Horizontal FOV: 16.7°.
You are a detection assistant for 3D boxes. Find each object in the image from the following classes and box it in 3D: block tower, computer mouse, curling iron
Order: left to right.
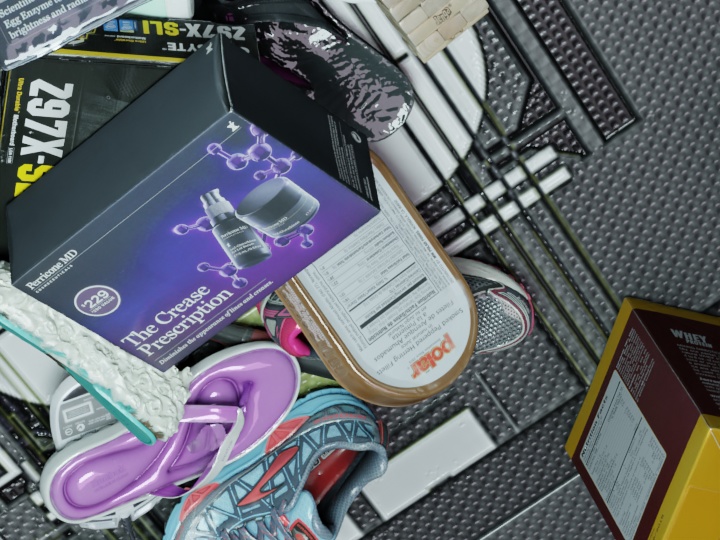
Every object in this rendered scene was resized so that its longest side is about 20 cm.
[{"bbox_3d":[-0.176,0.146,1.753,0.109,0.044,0.201,-17,120,-14],"label":"computer mouse"},{"bbox_3d":[-0.075,0.058,1.744,0.199,0.026,0.050,11,138,-24],"label":"curling iron"},{"bbox_3d":[0.003,-0.218,1.479,0.058,0.054,0.200,-39,116,0],"label":"block tower"}]

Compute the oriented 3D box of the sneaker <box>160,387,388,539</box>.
[{"bbox_3d":[-0.061,0.171,1.742,0.200,0.096,0.079,-47,125,-3],"label":"sneaker"}]

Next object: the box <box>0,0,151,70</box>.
[{"bbox_3d":[-0.197,-0.227,1.400,0.117,0.197,0.201,-27,98,-3],"label":"box"}]

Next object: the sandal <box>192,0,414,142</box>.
[{"bbox_3d":[-0.044,-0.152,1.629,0.200,0.048,0.075,30,104,-22],"label":"sandal"}]

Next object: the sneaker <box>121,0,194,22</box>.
[{"bbox_3d":[-0.175,-0.247,1.539,0.118,0.074,0.201,-6,112,1],"label":"sneaker"}]

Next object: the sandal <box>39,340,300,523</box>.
[{"bbox_3d":[-0.125,0.124,1.707,0.202,0.050,0.083,-31,123,-6],"label":"sandal"}]

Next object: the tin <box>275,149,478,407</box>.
[{"bbox_3d":[0.000,0.000,1.669,0.112,0.042,0.200,-36,93,-16],"label":"tin"}]

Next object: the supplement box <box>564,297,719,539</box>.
[{"bbox_3d":[0.282,0.138,1.767,0.197,0.200,0.133,12,113,-18],"label":"supplement box"}]

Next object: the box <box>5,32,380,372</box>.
[{"bbox_3d":[-0.109,-0.039,1.568,0.200,0.079,0.141,-36,129,25],"label":"box"}]

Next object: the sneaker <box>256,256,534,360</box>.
[{"bbox_3d":[0.027,0.040,1.730,0.199,0.075,0.081,0,117,-14],"label":"sneaker"}]

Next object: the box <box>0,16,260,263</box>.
[{"bbox_3d":[-0.161,-0.078,1.605,0.159,0.049,0.200,4,135,-13],"label":"box"}]

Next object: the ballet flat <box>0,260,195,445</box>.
[{"bbox_3d":[-0.193,0.039,1.642,0.200,0.072,0.072,40,102,-23],"label":"ballet flat"}]

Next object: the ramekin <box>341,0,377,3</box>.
[{"bbox_3d":[-0.002,-0.265,1.543,0.200,0.098,0.201,-5,112,-13],"label":"ramekin"}]
